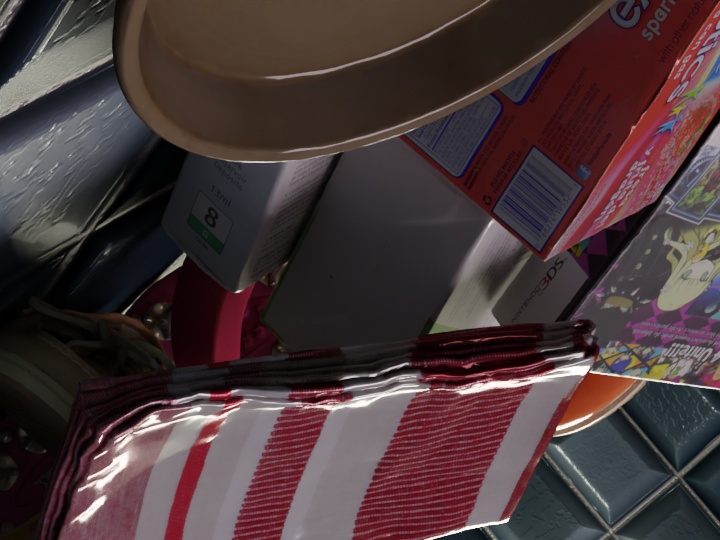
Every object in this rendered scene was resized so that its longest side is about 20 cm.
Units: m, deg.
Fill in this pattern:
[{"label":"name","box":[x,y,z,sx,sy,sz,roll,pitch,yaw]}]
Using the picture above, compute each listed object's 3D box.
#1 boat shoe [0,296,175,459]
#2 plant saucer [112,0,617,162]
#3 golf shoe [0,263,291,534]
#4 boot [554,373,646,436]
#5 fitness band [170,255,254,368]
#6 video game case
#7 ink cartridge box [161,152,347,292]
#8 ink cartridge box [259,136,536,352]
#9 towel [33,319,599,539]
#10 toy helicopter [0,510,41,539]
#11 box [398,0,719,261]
[{"label":"boat shoe","box":[-0.108,0.039,1.123,0.063,0.073,0.200,-46,-177,-5]},{"label":"plant saucer","box":[0.016,-0.104,0.849,0.199,0.030,0.200,-22,154,-11]},{"label":"golf shoe","box":[-0.085,0.048,1.282,0.199,0.076,0.092,-34,-179,4]},{"label":"boot","box":[0.119,0.009,1.414,0.200,0.075,0.107,-54,163,27]},{"label":"fitness band","box":[0.000,0.000,1.219,0.200,0.037,0.144,-41,130,-30]},{"label":"video game case","box":[0.170,-0.030,1.115,0.199,0.036,0.182,8,125,-45]},{"label":"ink cartridge box","box":[0.017,-0.100,1.069,0.161,0.050,0.200,-33,156,-42]},{"label":"ink cartridge box","box":[0.062,-0.032,1.137,0.200,0.067,0.117,-28,154,-48]},{"label":"towel","box":[-0.019,0.074,1.068,0.199,0.023,0.144,-7,149,-20]},{"label":"toy helicopter","box":[-0.173,0.131,1.166,0.199,0.079,0.132,-25,-162,26]},{"label":"box","box":[0.093,-0.117,0.966,0.095,0.103,0.200,-26,152,-57]}]
